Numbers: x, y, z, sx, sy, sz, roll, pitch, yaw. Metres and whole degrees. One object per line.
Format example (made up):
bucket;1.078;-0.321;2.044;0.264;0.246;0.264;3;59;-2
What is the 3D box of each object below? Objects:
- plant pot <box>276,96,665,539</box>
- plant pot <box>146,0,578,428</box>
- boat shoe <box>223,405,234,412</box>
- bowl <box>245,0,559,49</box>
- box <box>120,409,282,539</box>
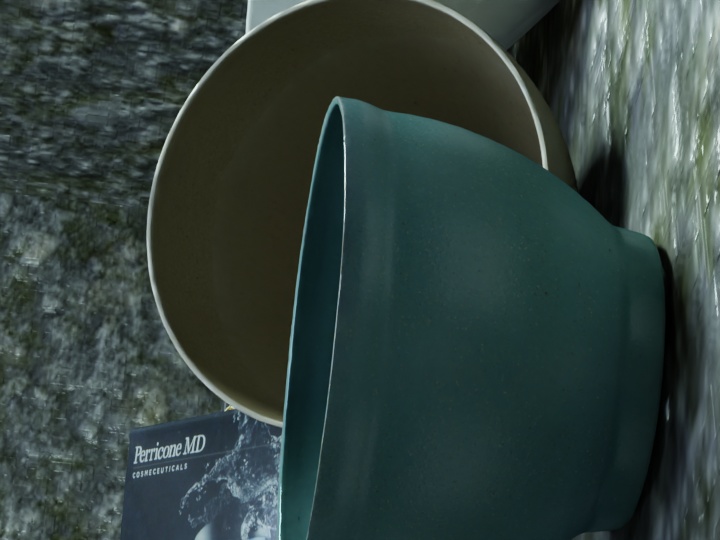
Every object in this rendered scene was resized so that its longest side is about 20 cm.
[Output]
plant pot;0.045;0.037;1.134;0.200;0.134;0.201;-175;90;-84
plant pot;0.022;-0.015;1.322;0.134;0.200;0.201;22;-109;-60
boat shoe;-0.057;0.107;1.725;0.074;0.069;0.201;5;-90;-77
bowl;0.033;-0.158;1.475;0.200;0.075;0.200;-41;30;28
box;-0.034;0.178;1.499;0.197;0.117;0.200;-14;67;53
